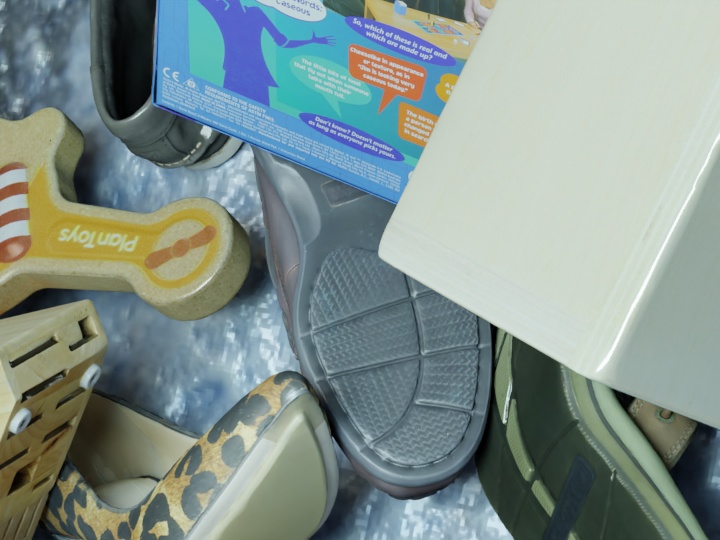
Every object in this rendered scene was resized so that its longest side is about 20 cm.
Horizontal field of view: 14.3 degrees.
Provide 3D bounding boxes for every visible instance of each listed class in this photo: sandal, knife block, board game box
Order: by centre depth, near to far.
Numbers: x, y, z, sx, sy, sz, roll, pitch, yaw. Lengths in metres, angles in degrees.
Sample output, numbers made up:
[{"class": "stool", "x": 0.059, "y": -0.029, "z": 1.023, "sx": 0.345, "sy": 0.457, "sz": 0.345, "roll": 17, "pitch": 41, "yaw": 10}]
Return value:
[{"class": "board game box", "x": 0.007, "y": -0.111, "z": 0.967, "sx": 0.152, "sy": 0.200, "sz": 0.045, "roll": 23, "pitch": 50, "yaw": 14}, {"class": "sandal", "x": 0.088, "y": 0.071, "z": 0.976, "sx": 0.201, "sy": 0.057, "sz": 0.080, "roll": -112, "pitch": 36, "yaw": -43}, {"class": "knife block", "x": -0.205, "y": 0.062, "z": 1.083, "sx": 0.176, "sy": 0.064, "sz": 0.200, "roll": 32, "pitch": 120, "yaw": 14}]

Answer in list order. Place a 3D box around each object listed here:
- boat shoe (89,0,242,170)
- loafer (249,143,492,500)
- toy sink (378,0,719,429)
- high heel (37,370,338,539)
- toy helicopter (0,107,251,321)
[{"class": "boat shoe", "x": -0.076, "y": -0.140, "z": 1.147, "sx": 0.067, "sy": 0.057, "sz": 0.200, "roll": -12, "pitch": 73, "yaw": 34}, {"class": "loafer", "x": 0.000, "y": 0.000, "z": 1.058, "sx": 0.072, "sy": 0.063, "sz": 0.200, "roll": -13, "pitch": 61, "yaw": -11}, {"class": "toy sink", "x": 0.117, "y": -0.060, "z": 0.865, "sx": 0.112, "sy": 0.130, "sz": 0.200, "roll": 31, "pitch": 97, "yaw": 45}, {"class": "high heel", "x": -0.077, "y": 0.058, "z": 1.055, "sx": 0.143, "sy": 0.071, "sz": 0.200, "roll": 59, "pitch": 146, "yaw": 25}, {"class": "toy helicopter", "x": -0.131, "y": -0.003, "z": 1.122, "sx": 0.200, "sy": 0.079, "sz": 0.132, "roll": 6, "pitch": 64, "yaw": 35}]
